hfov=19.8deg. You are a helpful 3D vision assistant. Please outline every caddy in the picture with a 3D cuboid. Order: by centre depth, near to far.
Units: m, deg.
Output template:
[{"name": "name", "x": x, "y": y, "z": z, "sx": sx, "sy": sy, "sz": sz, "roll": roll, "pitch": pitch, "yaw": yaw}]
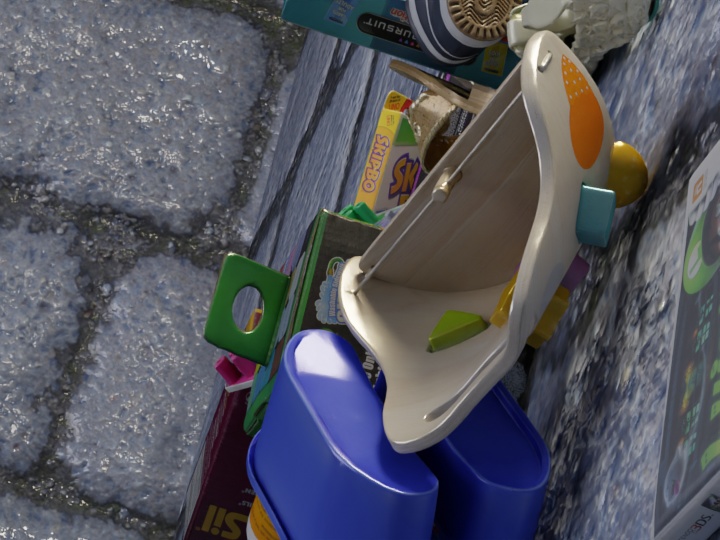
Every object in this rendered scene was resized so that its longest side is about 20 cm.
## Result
[{"name": "caddy", "x": 0.019, "y": 0.118, "z": 1.139, "sx": 0.200, "sy": 0.141, "sz": 0.105, "roll": -124, "pitch": 42, "yaw": -52}]

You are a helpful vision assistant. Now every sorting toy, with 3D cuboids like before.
[{"name": "sorting toy", "x": 0.067, "y": 0.008, "z": 1.091, "sx": 0.200, "sy": 0.107, "sz": 0.180, "roll": -51, "pitch": 11, "yaw": 36}]

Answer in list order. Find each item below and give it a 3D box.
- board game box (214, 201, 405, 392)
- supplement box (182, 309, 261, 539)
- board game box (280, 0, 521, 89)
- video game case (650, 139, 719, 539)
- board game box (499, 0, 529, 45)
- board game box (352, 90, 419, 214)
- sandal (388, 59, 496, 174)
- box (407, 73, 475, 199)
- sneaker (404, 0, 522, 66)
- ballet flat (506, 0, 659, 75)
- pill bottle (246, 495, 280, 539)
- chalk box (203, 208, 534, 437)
[{"name": "board game box", "x": 0.000, "y": 0.000, "z": 1.526, "sx": 0.200, "sy": 0.026, "sz": 0.200, "roll": -19, "pitch": 27, "yaw": 52}, {"name": "supplement box", "x": -0.062, "y": 0.154, "z": 1.732, "sx": 0.103, "sy": 0.131, "sz": 0.200, "roll": -88, "pitch": 16, "yaw": -63}, {"name": "board game box", "x": 0.046, "y": -0.204, "z": 1.526, "sx": 0.151, "sy": 0.199, "sz": 0.047, "roll": -85, "pitch": 15, "yaw": -59}, {"name": "video game case", "x": 0.172, "y": -0.005, "z": 0.856, "sx": 0.182, "sy": 0.023, "sz": 0.200, "roll": 118, "pitch": 167, "yaw": -56}, {"name": "board game box", "x": 0.160, "y": -0.274, "z": 1.402, "sx": 0.196, "sy": 0.056, "sz": 0.201, "roll": 125, "pitch": 160, "yaw": -68}, {"name": "board game box", "x": 0.027, "y": -0.049, "z": 1.789, "sx": 0.095, "sy": 0.030, "sz": 0.201, "roll": 20, "pitch": -97, "yaw": -57}, {"name": "sandal", "x": 0.066, "y": -0.100, "z": 1.474, "sx": 0.212, "sy": 0.077, "sz": 0.070, "roll": 27, "pitch": 96, "yaw": 62}, {"name": "box", "x": 0.075, "y": -0.081, "z": 1.673, "sx": 0.200, "sy": 0.036, "sz": 0.143, "roll": -104, "pitch": 31, "yaw": -78}, {"name": "sneaker", "x": 0.081, "y": -0.236, "z": 1.412, "sx": 0.109, "sy": 0.070, "sz": 0.201, "roll": 135, "pitch": 148, "yaw": -72}, {"name": "ballet flat", "x": 0.128, "y": -0.161, "z": 1.303, "sx": 0.200, "sy": 0.072, "sz": 0.072, "roll": 139, "pitch": 147, "yaw": -75}, {"name": "pill bottle", "x": -0.020, "y": 0.170, "z": 1.520, "sx": 0.111, "sy": 0.111, "sz": 0.200, "roll": -88, "pitch": 17, "yaw": -63}, {"name": "chalk box", "x": -0.001, "y": 0.048, "z": 1.308, "sx": 0.124, "sy": 0.199, "sz": 0.125, "roll": 126, "pitch": 160, "yaw": -67}]
